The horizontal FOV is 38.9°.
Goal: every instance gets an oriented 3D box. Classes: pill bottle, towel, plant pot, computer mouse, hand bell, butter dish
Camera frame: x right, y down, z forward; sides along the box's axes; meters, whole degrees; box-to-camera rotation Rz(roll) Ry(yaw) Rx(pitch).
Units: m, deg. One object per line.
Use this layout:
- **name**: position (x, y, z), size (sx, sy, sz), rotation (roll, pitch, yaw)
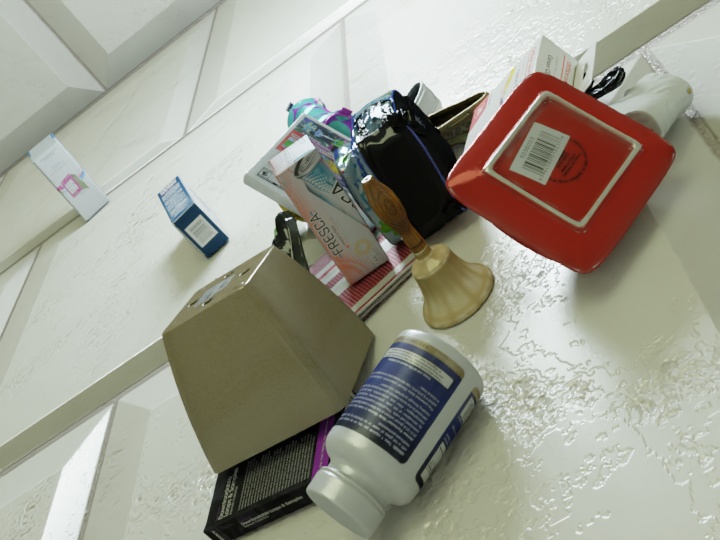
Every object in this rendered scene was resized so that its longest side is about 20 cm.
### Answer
- **pill bottle**: position (0.033, 0.170, 1.056), size (0.111, 0.111, 0.201), rotation (5, 52, 55)
- **towel**: position (0.000, 0.000, 1.450), size (0.144, 0.023, 0.200), rotation (-43, 29, -6)
- **plant pot**: position (-0.125, 0.092, 1.255), size (0.199, 0.178, 0.200), rotation (-28, 14, 21)
- **computer mouse**: position (0.301, -0.230, 1.325), size (0.059, 0.034, 0.200), rotation (-51, 9, -2)
- **hand bell**: position (0.065, -0.036, 1.217), size (0.103, 0.200, 0.105), rotation (-30, 29, 19)
- **butter dish**: position (0.223, -0.091, 1.170), size (0.198, 0.148, 0.201), rotation (33, 72, 17)

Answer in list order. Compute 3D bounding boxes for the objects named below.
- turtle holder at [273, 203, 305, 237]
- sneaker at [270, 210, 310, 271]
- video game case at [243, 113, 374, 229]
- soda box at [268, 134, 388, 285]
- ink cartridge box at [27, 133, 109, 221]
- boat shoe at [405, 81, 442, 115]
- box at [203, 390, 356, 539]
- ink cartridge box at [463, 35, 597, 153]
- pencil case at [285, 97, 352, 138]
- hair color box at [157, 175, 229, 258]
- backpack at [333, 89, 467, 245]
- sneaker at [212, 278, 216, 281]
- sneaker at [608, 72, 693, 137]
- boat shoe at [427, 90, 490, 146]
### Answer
- **turtle holder**: position (-0.092, -0.137, 1.639), size (0.184, 0.141, 0.132), rotation (-33, 29, 14)
- **sneaker**: position (-0.124, 0.007, 1.430), size (0.103, 0.060, 0.202), rotation (-13, 59, -9)
- **video game case**: position (-0.047, -0.138, 1.526), size (0.183, 0.198, 0.023), rotation (-53, -11, -41)
- **soda box**: position (-0.042, -0.080, 1.380), size (0.068, 0.201, 0.064), rotation (-34, 29, 1)
- **ink cartridge box**: position (-0.736, -0.235, 2.570), size (0.084, 0.201, 0.144), rotation (-40, 27, -7)
- **boat shoe**: position (0.060, -0.222, 1.642), size (0.201, 0.069, 0.072), rotation (-51, 28, -17)
- **box**: position (-0.093, 0.232, 1.217), size (0.199, 0.036, 0.144), rotation (-28, 29, 24)
- **ink cartridge box**: position (0.227, -0.230, 1.366), size (0.200, 0.067, 0.117), rotation (-46, 18, 41)
- **pencil case**: position (-0.069, -0.262, 1.852), size (0.200, 0.084, 0.093), rotation (38, 108, 62)
- **hair color box**: position (-0.319, -0.104, 1.934), size (0.060, 0.100, 0.200), rotation (-42, 27, 0)
- **backpack**: position (0.050, -0.150, 1.426), size (0.146, 0.184, 0.201), rotation (-32, 23, 15)
- **sneaker**: position (-0.149, 0.062, 1.521), size (0.198, 0.074, 0.086), rotation (4, 82, 43)
- **sneaker**: position (0.317, -0.182, 1.260), size (0.115, 0.074, 0.199), rotation (-41, 19, -32)
- **boat shoe**: position (0.117, -0.220, 1.542), size (0.198, 0.063, 0.074), rotation (-16, 39, 25)
